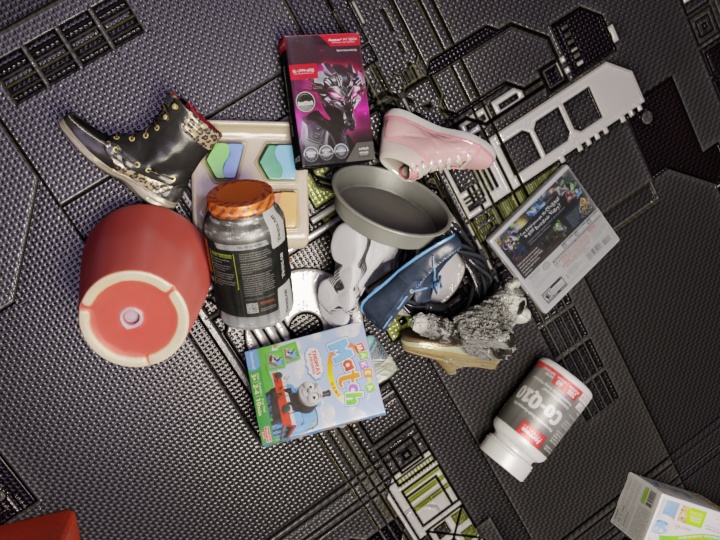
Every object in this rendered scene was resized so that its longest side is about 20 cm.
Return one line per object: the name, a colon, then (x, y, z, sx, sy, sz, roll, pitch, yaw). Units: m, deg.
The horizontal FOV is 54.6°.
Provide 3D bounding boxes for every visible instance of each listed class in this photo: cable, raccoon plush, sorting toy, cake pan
cable: (0.140, 0.021, 1.174, 0.163, 0.051, 0.201, -44, 122, -11)
raccoon plush: (0.192, 0.059, 1.153, 0.198, 0.097, 0.135, 23, 60, -18)
sorting toy: (-0.171, -0.131, 1.092, 0.183, 0.036, 0.203, -2, 99, -15)
cake pan: (0.045, -0.098, 1.086, 0.198, 0.201, 0.037, 11, 124, -17)

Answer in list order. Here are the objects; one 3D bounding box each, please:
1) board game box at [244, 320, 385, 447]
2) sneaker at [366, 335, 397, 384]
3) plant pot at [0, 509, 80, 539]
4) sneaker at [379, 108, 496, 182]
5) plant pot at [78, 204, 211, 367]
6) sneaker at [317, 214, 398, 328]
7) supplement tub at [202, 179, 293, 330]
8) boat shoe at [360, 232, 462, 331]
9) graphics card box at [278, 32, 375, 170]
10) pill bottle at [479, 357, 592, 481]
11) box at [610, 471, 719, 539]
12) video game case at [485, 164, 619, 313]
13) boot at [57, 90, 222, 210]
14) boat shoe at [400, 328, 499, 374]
board game box: (-0.073, 0.179, 1.110, 0.197, 0.037, 0.153, -14, 71, -2)
sneaker: (-0.042, 0.178, 1.166, 0.198, 0.078, 0.087, -28, 85, -12)
plant pot: (-0.514, 0.503, 1.017, 0.197, 0.176, 0.203, -10, 100, -14)
sneaker: (0.120, -0.180, 1.133, 0.198, 0.075, 0.106, 19, 70, -10)
plant pot: (-0.308, 0.029, 0.981, 0.198, 0.178, 0.203, -4, 114, -8)
sneaker: (0.000, 0.000, 1.133, 0.114, 0.075, 0.202, -25, 139, -43)
supplement tub: (-0.166, -0.024, 1.036, 0.121, 0.123, 0.202, -11, 122, -14)
boat shoe: (0.090, 0.021, 1.087, 0.200, 0.084, 0.069, -42, 81, 32)
graphics card box: (-0.052, -0.263, 1.084, 0.124, 0.051, 0.203, -8, 94, -20)
pill bottle: (0.310, 0.266, 1.243, 0.114, 0.114, 0.201, 39, 86, -17)
box: (0.615, 0.490, 1.367, 0.198, 0.101, 0.114, 20, 92, -17)
video game case: (0.349, -0.056, 1.256, 0.200, 0.023, 0.182, -43, 107, -5)
boot: (-0.313, -0.197, 1.011, 0.200, 0.073, 0.151, 39, 99, -21)
boat shoe: (0.159, 0.147, 1.212, 0.197, 0.072, 0.077, 7, 111, -15)
